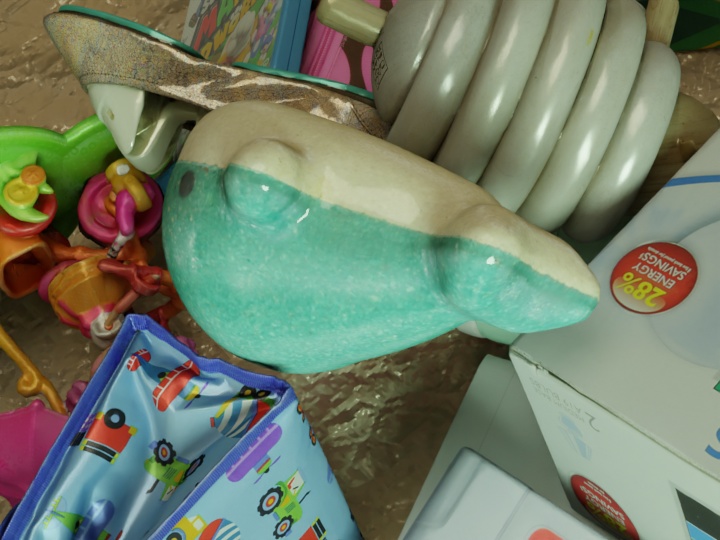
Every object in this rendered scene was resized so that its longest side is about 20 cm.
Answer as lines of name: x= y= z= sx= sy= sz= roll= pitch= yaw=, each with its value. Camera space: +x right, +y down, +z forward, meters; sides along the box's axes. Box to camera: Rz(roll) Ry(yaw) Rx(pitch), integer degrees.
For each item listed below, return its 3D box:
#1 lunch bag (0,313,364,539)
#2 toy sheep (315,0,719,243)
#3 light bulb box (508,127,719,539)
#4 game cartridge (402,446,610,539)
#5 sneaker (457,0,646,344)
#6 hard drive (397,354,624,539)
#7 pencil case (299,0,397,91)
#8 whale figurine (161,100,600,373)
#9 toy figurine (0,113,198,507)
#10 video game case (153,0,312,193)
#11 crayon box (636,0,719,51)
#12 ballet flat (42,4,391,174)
lunch bag: x=-0.098 y=0.149 z=0.757 sx=0.094 sy=0.151 sz=0.201 roll=22 pitch=64 yaw=27
toy sheep: x=0.074 y=-0.083 z=0.792 sx=0.198 sy=0.138 sz=0.139 roll=20 pitch=61 yaw=-1
light bulb box: x=0.205 y=0.042 z=0.719 sx=0.200 sy=0.125 sz=0.198 roll=-45 pitch=47 yaw=-17
game cartridge: x=0.087 y=0.181 z=0.737 sx=0.199 sy=0.041 sz=0.134 roll=31 pitch=89 yaw=26
sneaker: x=0.136 y=-0.042 z=0.871 sx=0.117 sy=0.074 sz=0.202 roll=15 pitch=69 yaw=28
hard drive: x=0.124 y=0.123 z=0.794 sx=0.199 sy=0.026 sz=0.133 roll=16 pitch=62 yaw=24
pencil case: x=-0.008 y=-0.086 z=0.928 sx=0.090 sy=0.094 sz=0.201 roll=6 pitch=59 yaw=18
whale figurine: x=0.000 y=0.000 z=0.718 sx=0.199 sy=0.159 sz=0.105 roll=18 pitch=85 yaw=45
toy figurine: x=-0.144 y=0.035 z=0.875 sx=0.199 sy=0.150 sz=0.185 roll=-25 pitch=66 yaw=-15
video game case: x=-0.064 y=-0.152 z=0.976 sx=0.018 sy=0.143 sz=0.201 roll=24 pitch=54 yaw=-23
crayon box: x=0.215 y=-0.187 z=0.962 sx=0.198 sy=0.052 sz=0.127 roll=-3 pitch=57 yaw=14
ballet flat: x=-0.079 y=-0.076 z=0.848 sx=0.199 sy=0.068 sz=0.068 roll=18 pitch=81 yaw=21
